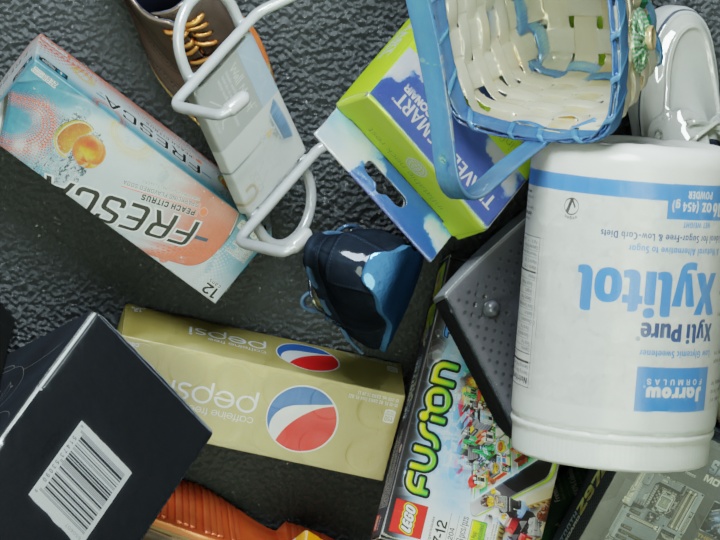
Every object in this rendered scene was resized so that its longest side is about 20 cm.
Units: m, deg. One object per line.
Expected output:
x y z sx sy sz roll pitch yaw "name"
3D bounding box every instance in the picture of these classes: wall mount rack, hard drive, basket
-0.035 -0.109 1.687 0.074 0.174 0.200 11 138 39 "wall mount rack"
0.142 0.011 1.751 0.200 0.042 0.135 -37 111 -26 "hard drive"
0.094 -0.155 1.578 0.139 0.200 0.177 9 118 39 "basket"

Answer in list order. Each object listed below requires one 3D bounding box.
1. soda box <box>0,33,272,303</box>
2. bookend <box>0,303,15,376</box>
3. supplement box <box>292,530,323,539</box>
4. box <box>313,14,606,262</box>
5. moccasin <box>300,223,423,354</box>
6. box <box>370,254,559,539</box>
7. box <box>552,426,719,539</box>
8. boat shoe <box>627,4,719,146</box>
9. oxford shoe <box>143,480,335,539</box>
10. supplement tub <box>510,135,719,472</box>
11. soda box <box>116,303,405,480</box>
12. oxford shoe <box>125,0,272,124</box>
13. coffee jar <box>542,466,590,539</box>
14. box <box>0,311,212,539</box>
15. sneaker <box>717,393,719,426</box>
-0.154 -0.067 1.745 0.200 0.068 0.064 36 104 -15 "soda box"
-0.328 0.022 1.703 0.092 0.200 0.199 -37 107 10 "bookend"
-0.053 0.278 1.824 0.126 0.074 0.200 33 130 -22 "supplement box"
0.074 -0.117 1.690 0.122 0.048 0.200 47 63 -16 "box"
0.000 0.000 1.723 0.068 0.200 0.081 21 77 7 "moccasin"
0.084 0.101 1.783 0.110 0.035 0.200 15 79 -8 "box"
0.237 0.194 1.771 0.200 0.051 0.158 25 100 -12 "box"
0.219 -0.075 1.731 0.073 0.065 0.201 -4 94 -32 "boat shoe"
-0.101 0.204 1.845 0.200 0.071 0.073 23 112 -10 "oxford shoe"
0.165 0.018 1.651 0.132 0.132 0.201 3 96 -3 "supplement tub"
-0.074 0.083 1.805 0.200 0.064 0.068 12 109 -7 "soda box"
-0.114 -0.155 1.706 0.071 0.073 0.200 -29 108 8 "oxford shoe"
0.139 0.194 1.840 0.200 0.085 0.104 -23 112 5 "coffee jar"
-0.234 0.156 1.713 0.124 0.200 0.196 48 140 -17 "box"
0.298 0.088 1.777 0.077 0.111 0.200 -44 120 -22 "sneaker"
